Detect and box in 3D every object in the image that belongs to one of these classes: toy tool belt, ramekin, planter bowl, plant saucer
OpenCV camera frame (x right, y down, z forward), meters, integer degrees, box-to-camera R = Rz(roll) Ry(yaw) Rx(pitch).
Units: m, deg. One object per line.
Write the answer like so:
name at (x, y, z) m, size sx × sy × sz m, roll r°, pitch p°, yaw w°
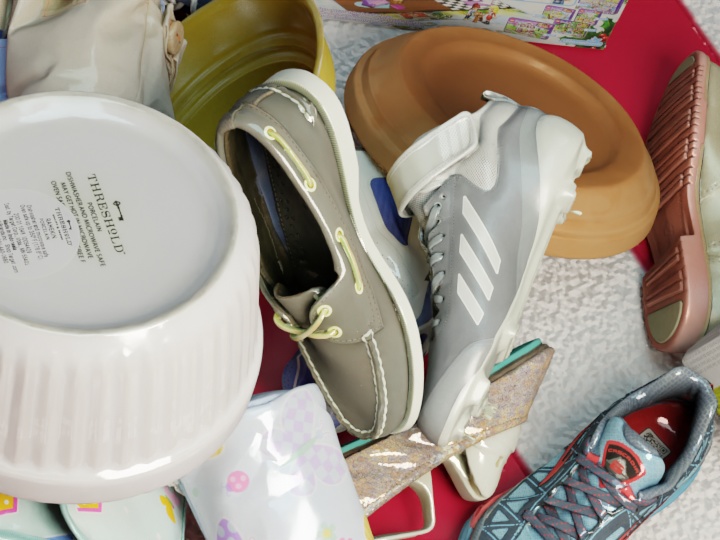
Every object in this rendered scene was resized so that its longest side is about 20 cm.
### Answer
toy tool belt at (-0.193, -0.136, 1.548) m, size 0.199 × 0.125 × 0.124 m, roll 2°, pitch 74°, yaw 20°
ramekin at (-0.141, 0.004, 1.356) m, size 0.199 × 0.105 × 0.201 m, roll 6°, pitch 49°, yaw -7°
planter bowl at (-0.069, -0.057, 1.547) m, size 0.083 × 0.200 × 0.201 m, roll 38°, pitch 49°, yaw -33°
plant saucer at (0.089, -0.083, 1.621) m, size 0.199 × 0.038 × 0.201 m, roll 19°, pitch 33°, yaw -13°

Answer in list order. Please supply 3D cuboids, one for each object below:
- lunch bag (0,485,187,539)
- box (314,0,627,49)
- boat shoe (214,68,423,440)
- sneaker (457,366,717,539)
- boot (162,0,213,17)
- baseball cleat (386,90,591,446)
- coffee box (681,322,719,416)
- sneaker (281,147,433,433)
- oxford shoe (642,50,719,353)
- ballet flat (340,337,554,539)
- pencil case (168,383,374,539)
lunch bag at (-0.182, 0.095, 1.427) m, size 0.199 × 0.122 × 0.171 m, roll 10°, pitch 51°, yaw -15°
box at (0.074, -0.197, 1.671) m, size 0.199 × 0.137 × 0.039 m, roll 5°, pitch 58°, yaw -14°
boat shoe at (-0.024, 0.001, 1.419) m, size 0.060 × 0.072 × 0.203 m, roll -35°, pitch 114°, yaw -45°
sneaker at (0.125, 0.118, 1.517) m, size 0.079 × 0.096 × 0.200 m, roll 40°, pitch 57°, yaw 11°
boot at (-0.094, -0.168, 1.633) m, size 0.090 × 0.073 × 0.201 m, roll -22°, pitch 84°, yaw -17°
baseball cleat at (0.051, -0.004, 1.502) m, size 0.106 × 0.070 × 0.201 m, roll 23°, pitch 66°, yaw 5°
coffee box at (0.343, 0.051, 1.537) m, size 0.199 × 0.200 × 0.198 m, roll -35°, pitch 89°, yaw -30°
sneaker at (0.000, 0.000, 1.572) m, size 0.115 × 0.081 × 0.199 m, roll 37°, pitch 50°, yaw 12°
oxford shoe at (0.212, -0.036, 1.661) m, size 0.073 × 0.071 × 0.201 m, roll 13°, pitch 65°, yaw -18°
ballet flat at (0.035, 0.107, 1.527) m, size 0.199 × 0.068 × 0.067 m, roll -27°, pitch 89°, yaw -23°
pencil case at (-0.033, 0.158, 1.421) m, size 0.090 × 0.083 × 0.201 m, roll -20°, pitch 87°, yaw -20°
